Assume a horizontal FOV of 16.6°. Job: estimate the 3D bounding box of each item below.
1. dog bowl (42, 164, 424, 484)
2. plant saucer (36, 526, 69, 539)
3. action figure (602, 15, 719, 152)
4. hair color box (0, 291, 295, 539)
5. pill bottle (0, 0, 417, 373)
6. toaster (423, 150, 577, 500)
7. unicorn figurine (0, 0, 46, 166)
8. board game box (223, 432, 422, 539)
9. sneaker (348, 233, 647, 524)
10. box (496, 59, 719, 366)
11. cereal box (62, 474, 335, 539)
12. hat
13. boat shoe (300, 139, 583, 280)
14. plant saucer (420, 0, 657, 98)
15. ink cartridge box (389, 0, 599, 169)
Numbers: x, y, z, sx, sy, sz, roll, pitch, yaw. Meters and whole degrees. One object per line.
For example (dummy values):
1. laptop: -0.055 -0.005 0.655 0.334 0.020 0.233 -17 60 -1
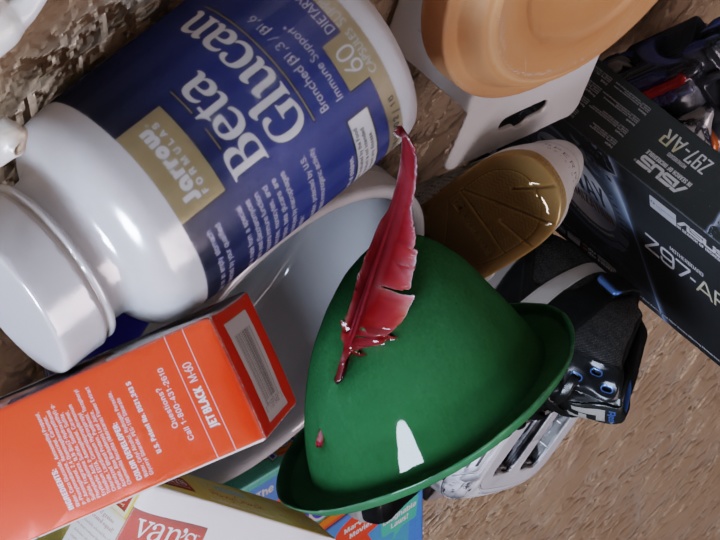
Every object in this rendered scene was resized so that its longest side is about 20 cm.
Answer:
1. dog bowl: -0.064 0.015 1.257 0.200 0.079 0.200 -40 156 -22
2. plant saucer: -0.197 0.209 1.257 0.200 0.048 0.201 -8 101 -48
3. action figure: 0.231 -0.117 1.474 0.200 0.105 0.194 -19 -158 45
4. hair color box: -0.136 0.079 1.107 0.200 0.064 0.111 -25 -177 7
5. pill bottle: -0.080 -0.047 1.087 0.200 0.111 0.111 -40 156 -20
6. toaster: 0.074 0.042 1.484 0.200 0.129 0.114 -56 157 18
7. unicorn figurine: -0.149 -0.105 0.942 0.137 0.074 0.200 -38 143 0
8. board game box: -0.033 0.156 1.429 0.152 0.045 0.200 -30 139 -27
9. sneaker: 0.084 0.073 1.350 0.200 0.112 0.073 -53 156 -16
10. box: 0.161 -0.041 1.417 0.044 0.200 0.160 -43 157 -13
11. cereal box: -0.114 0.197 1.235 0.144 0.040 0.200 22 101 -47
12. hat: 0.000 0.000 1.213 0.200 0.176 0.166 -22 -158 28
13. boat shoe: 0.042 -0.013 1.347 0.200 0.071 0.069 -26 -175 34
14. plant saucer: 0.112 -0.163 1.180 0.200 0.032 0.201 -37 154 -22
15. ink cartridge box: 0.086 -0.159 1.265 0.115 0.068 0.200 -25 148 -40
